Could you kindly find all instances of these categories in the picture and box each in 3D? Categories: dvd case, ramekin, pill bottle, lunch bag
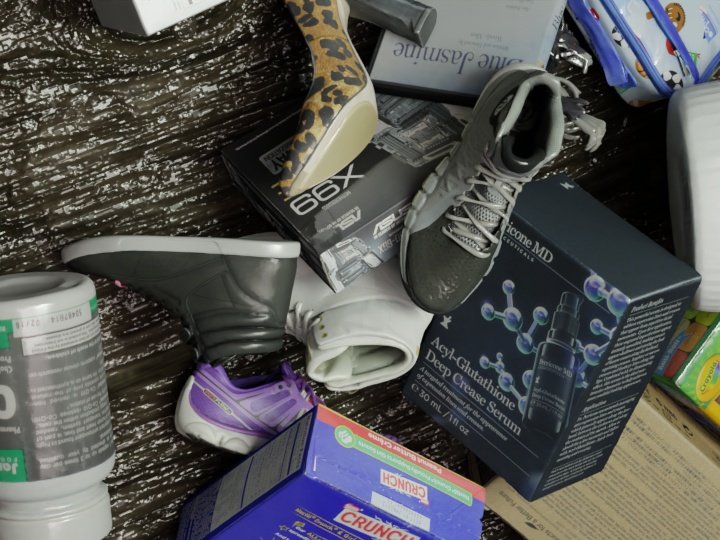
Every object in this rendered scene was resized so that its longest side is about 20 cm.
[{"bbox_3d":[0.095,-0.222,1.549,0.018,0.142,0.200,43,61,-60],"label":"dvd case"},{"bbox_3d":[0.302,-0.060,1.573,0.098,0.200,0.201,-5,103,4],"label":"ramekin"},{"bbox_3d":[-0.247,0.108,1.512,0.113,0.113,0.200,-10,103,-19],"label":"pill bottle"},{"bbox_3d":[0.236,-0.237,1.627,0.160,0.076,0.200,-48,114,-29],"label":"lunch bag"}]

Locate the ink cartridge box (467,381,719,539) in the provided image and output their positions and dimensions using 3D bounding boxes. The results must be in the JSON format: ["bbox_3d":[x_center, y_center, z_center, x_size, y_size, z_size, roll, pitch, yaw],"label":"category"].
[{"bbox_3d":[0.217,0.181,1.697,0.165,0.075,0.200,-42,115,16],"label":"ink cartridge box"}]

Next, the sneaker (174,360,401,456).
[{"bbox_3d":[-0.050,0.121,1.611,0.200,0.081,0.084,18,86,-23],"label":"sneaker"}]

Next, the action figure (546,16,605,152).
[{"bbox_3d":[0.145,-0.127,1.619,0.102,0.119,0.200,22,102,-4],"label":"action figure"}]

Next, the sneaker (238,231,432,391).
[{"bbox_3d":[-0.043,0.034,1.532,0.200,0.116,0.074,2,131,16],"label":"sneaker"}]

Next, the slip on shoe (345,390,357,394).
[{"bbox_3d":[0.000,0.000,1.618,0.060,0.076,0.200,19,108,20],"label":"slip on shoe"}]

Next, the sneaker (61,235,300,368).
[{"bbox_3d":[-0.142,0.023,1.508,0.200,0.071,0.099,2,92,22],"label":"sneaker"}]

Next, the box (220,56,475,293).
[{"bbox_3d":[0.015,-0.090,1.549,0.200,0.158,0.050,-33,137,-12],"label":"box"}]

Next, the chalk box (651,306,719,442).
[{"bbox_3d":[0.313,0.069,1.712,0.200,0.124,0.125,39,85,-23],"label":"chalk box"}]

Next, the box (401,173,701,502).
[{"bbox_3d":[0.147,0.052,1.549,0.107,0.148,0.200,-14,135,-48],"label":"box"}]

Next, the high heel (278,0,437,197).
[{"bbox_3d":[-0.048,-0.151,1.522,0.200,0.142,0.071,-57,158,-23],"label":"high heel"}]

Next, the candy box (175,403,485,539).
[{"bbox_3d":[-0.028,0.208,1.574,0.169,0.200,0.077,30,46,-23],"label":"candy box"}]

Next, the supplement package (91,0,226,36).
[{"bbox_3d":[-0.116,-0.284,1.465,0.200,0.152,0.151,-27,108,-14],"label":"supplement package"}]

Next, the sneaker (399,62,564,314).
[{"bbox_3d":[0.090,-0.060,1.428,0.075,0.115,0.200,23,91,-8],"label":"sneaker"}]
